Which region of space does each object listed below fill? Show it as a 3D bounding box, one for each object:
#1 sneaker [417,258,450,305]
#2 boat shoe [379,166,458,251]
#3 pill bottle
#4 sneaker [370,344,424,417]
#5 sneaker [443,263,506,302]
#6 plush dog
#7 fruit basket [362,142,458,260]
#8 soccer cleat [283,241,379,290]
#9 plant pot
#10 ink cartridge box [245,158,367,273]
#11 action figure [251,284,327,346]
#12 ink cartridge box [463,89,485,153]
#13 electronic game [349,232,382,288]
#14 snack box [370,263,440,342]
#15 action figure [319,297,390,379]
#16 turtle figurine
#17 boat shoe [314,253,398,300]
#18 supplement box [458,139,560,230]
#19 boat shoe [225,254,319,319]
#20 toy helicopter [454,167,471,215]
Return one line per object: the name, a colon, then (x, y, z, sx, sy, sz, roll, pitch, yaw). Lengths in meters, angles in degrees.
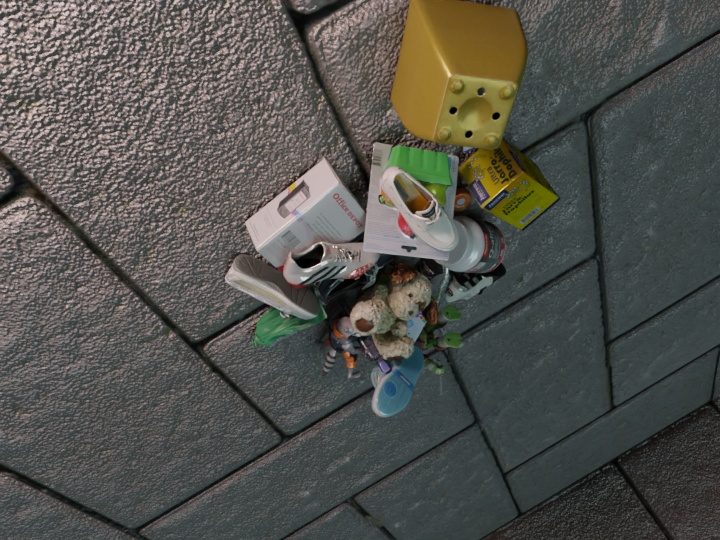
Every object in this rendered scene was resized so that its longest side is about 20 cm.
sneaker: (0.136, 0.031, 1.539, 0.113, 0.076, 0.203, -11, 136, -18)
boat shoe: (0.115, -0.107, 1.207, 0.071, 0.070, 0.201, -43, 110, -4)
pill bottle: (0.228, -0.055, 1.434, 0.116, 0.116, 0.198, -50, 156, 21)
sneaker: (0.058, 0.261, 1.496, 0.130, 0.080, 0.200, -33, -169, 45)
sneaker: (0.267, 0.022, 1.596, 0.197, 0.075, 0.089, -17, 151, -40)
plush dog: (0.075, 0.068, 1.414, 0.170, 0.162, 0.200, -31, 132, 13)
fruit basket: (0.097, -0.130, 1.282, 0.180, 0.094, 0.206, 5, 97, -18)
soccer cleat: (-0.051, -0.022, 1.255, 0.195, 0.070, 0.086, -14, 146, -17)
plant pot: (0.167, -0.304, 1.097, 0.189, 0.203, 0.199, 5, 131, -10)
ink cartridge box: (-0.097, -0.090, 1.272, 0.198, 0.086, 0.148, -38, 141, 5)
action figure: (-0.161, 0.103, 1.427, 0.198, 0.120, 0.054, -36, 151, 19)
ink cartridge box: (0.226, -0.328, 1.268, 0.097, 0.040, 0.203, -22, 136, -11)
electronic game: (-0.009, -0.028, 1.407, 0.196, 0.042, 0.202, -25, 148, -16)
snack box: (0.080, 0.097, 1.526, 0.140, 0.053, 0.202, 26, 126, 1)
action figure: (-0.027, 0.176, 1.488, 0.103, 0.201, 0.196, -24, 149, -25)
turtle figurine: (0.197, 0.172, 1.643, 0.145, 0.199, 0.194, -53, -173, -33)
boat shoe: (0.000, 0.000, 1.351, 0.196, 0.062, 0.076, -21, 148, -23)
supplement box: (0.309, -0.177, 1.379, 0.109, 0.110, 0.198, -41, 148, 24)
boat shoe: (-0.174, 0.042, 1.337, 0.199, 0.075, 0.065, 28, 129, -18)
toy helicopter: (0.129, -0.136, 1.389, 0.194, 0.080, 0.134, -6, 143, -10)
